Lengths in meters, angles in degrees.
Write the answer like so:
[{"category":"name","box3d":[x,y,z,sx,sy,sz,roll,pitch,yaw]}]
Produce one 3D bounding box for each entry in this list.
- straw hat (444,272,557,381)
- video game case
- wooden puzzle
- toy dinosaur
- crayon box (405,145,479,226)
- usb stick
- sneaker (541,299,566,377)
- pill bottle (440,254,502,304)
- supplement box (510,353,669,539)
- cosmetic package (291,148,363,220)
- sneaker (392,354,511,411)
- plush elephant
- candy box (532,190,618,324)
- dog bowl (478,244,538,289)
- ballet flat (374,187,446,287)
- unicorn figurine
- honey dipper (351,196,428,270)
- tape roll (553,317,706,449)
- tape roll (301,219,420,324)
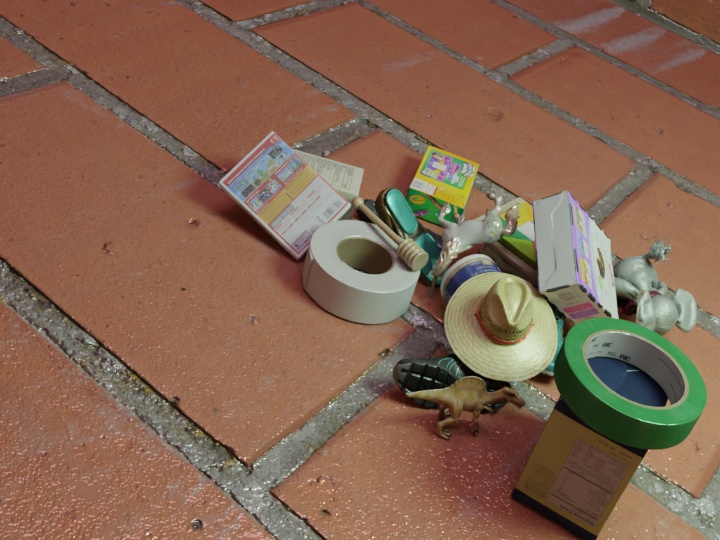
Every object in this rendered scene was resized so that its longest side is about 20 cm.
[{"category":"straw hat","box3d":[0.227,0.062,1.495,0.197,0.086,0.204,5,54,-6]},{"category":"video game case","box3d":[-0.134,-0.134,1.722,0.200,0.017,0.143,43,72,7]},{"category":"wooden puzzle","box3d":[0.310,-0.064,1.779,0.198,0.038,0.184,-22,51,-41]},{"category":"toy dinosaur","box3d":[0.141,0.194,1.433,0.196,0.102,0.059,4,37,-19]},{"category":"crayon box","box3d":[0.166,-0.170,1.965,0.117,0.059,0.201,21,36,4]},{"category":"usb stick","box3d":[0.085,-0.079,1.832,0.198,0.033,0.055,29,38,15]},{"category":"sneaker","box3d":[0.315,0.102,1.649,0.076,0.081,0.202,14,36,-5]},{"category":"pill bottle","box3d":[0.221,0.076,1.616,0.109,0.112,0.201,-3,40,-26]},{"category":"supplement box","box3d":[0.334,0.232,1.380,0.133,0.202,0.200,28,37,15]},{"category":"cosmetic package","box3d":[-0.101,-0.157,1.808,0.196,0.088,0.104,16,35,-1]},{"category":"sneaker","box3d":[0.136,0.169,1.505,0.196,0.076,0.080,14,25,-20]},{"category":"plush elephant","box3d":[0.506,0.063,1.727,0.162,0.201,0.157,8,54,-25]},{"category":"candy box","box3d":[0.366,-0.010,1.637,0.199,0.070,0.171,35,48,-49]},{"category":"dog bowl","box3d":[0.327,-0.027,1.832,0.196,0.075,0.202,12,36,-9]},{"category":"ballet flat","box3d":[0.085,-0.056,1.749,0.068,0.072,0.202,-40,100,-29]},{"category":"unicorn figurine","box3d":[0.185,-0.063,1.694,0.074,0.198,0.139,46,31,-34]},{"category":"honey dipper","box3d":[0.044,-0.070,1.683,0.037,0.039,0.200,-14,42,-36]},{"category":"tape roll","box3d":[0.358,0.147,1.288,0.196,0.049,0.202,12,36,-9]},{"category":"tape roll","box3d":[0.000,0.000,1.658,0.198,0.072,0.204,12,36,-9]}]
